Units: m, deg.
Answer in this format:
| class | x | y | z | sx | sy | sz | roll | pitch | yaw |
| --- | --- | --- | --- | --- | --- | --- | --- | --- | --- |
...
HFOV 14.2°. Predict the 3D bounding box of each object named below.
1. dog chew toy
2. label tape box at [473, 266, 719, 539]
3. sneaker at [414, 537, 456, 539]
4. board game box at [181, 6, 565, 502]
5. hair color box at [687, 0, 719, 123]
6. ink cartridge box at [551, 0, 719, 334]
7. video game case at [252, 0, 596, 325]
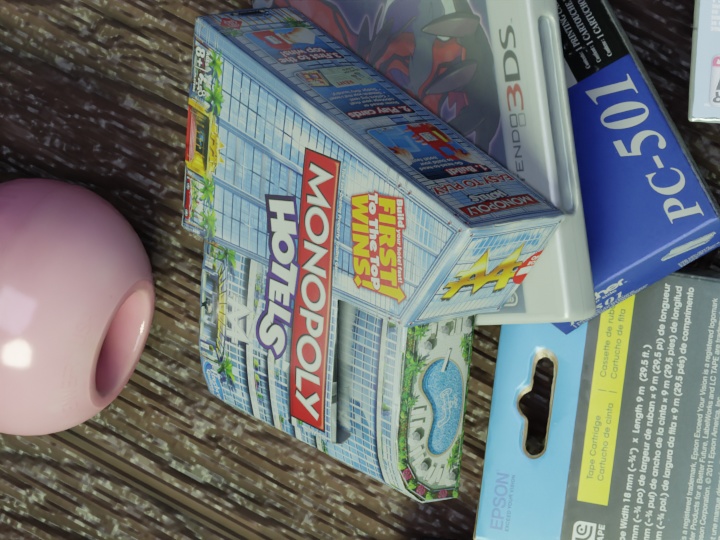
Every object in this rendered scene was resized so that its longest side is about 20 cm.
| class | x | y | z | sx | sy | sz | roll | pitch | yaw |
| --- | --- | --- | --- | --- | --- | --- | --- | --- | --- |
| dog chew toy | -0.201 | 0.000 | 1.398 | 0.199 | 0.124 | 0.125 | 22 | 98 | 15 |
| label tape box | 0.164 | 0.073 | 1.364 | 0.199 | 0.063 | 0.145 | 9 | 96 | 19 |
| sneaker | 0.095 | 0.188 | 1.399 | 0.199 | 0.072 | 0.083 | 15 | 121 | 9 |
| board game box | 0.000 | 0.000 | 1.317 | 0.199 | 0.061 | 0.201 | 23 | 116 | 46 |
| hair color box | 0.186 | -0.168 | 1.326 | 0.060 | 0.099 | 0.201 | 4 | 95 | 7 |
| ink cartridge box | 0.086 | -0.081 | 1.347 | 0.094 | 0.044 | 0.201 | -30 | 71 | 10 |
| video game case | 0.024 | -0.065 | 1.338 | 0.200 | 0.023 | 0.183 | -4 | 95 | 52 |
